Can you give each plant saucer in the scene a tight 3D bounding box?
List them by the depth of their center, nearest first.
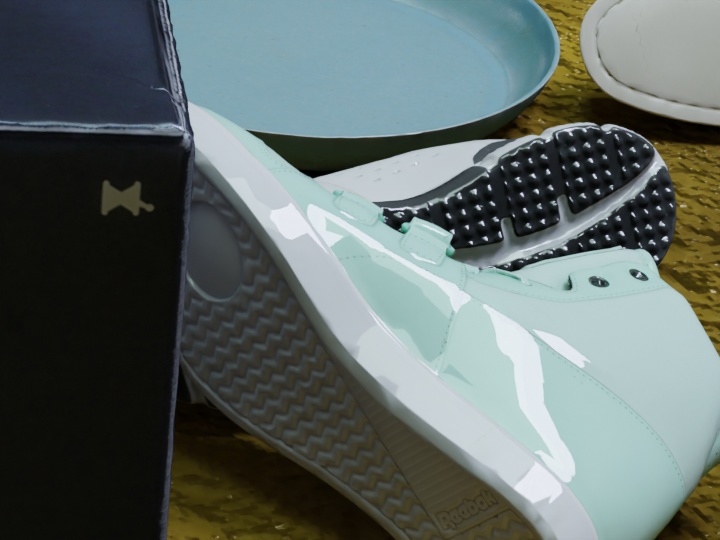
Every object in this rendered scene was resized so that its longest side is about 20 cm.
[{"bbox_3d":[-0.023,-0.086,1.055,0.200,0.027,0.200,4,28,-2],"label":"plant saucer"}]

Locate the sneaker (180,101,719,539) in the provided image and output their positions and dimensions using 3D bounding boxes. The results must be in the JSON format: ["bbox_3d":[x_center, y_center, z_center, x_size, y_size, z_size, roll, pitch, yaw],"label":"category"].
[{"bbox_3d":[0.022,0.011,0.809,0.200,0.074,0.118,44,46,18],"label":"sneaker"}]

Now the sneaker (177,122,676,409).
[{"bbox_3d":[0.000,0.000,0.880,0.200,0.074,0.080,-10,4,-18],"label":"sneaker"}]

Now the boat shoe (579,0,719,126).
[{"bbox_3d":[0.180,-0.097,1.073,0.200,0.072,0.060,-10,3,-8],"label":"boat shoe"}]

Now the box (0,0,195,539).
[{"bbox_3d":[-0.114,0.006,0.692,0.123,0.200,0.198,0,29,-10],"label":"box"}]
